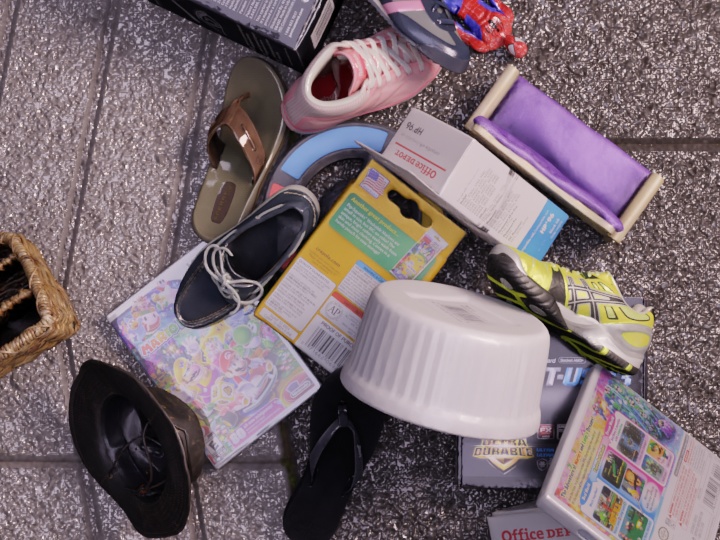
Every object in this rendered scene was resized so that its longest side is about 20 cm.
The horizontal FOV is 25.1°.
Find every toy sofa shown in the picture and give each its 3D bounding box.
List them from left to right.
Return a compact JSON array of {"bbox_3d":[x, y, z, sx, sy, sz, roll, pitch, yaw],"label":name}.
[{"bbox_3d":[0.208,-0.119,1.660,0.199,0.098,0.083,37,89,4],"label":"toy sofa"}]

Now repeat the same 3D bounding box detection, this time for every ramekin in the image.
[{"bbox_3d":[0.086,0.081,1.551,0.198,0.201,0.099,14,102,3],"label":"ramekin"}]

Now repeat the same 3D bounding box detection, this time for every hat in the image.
[{"bbox_3d":[-0.212,0.170,1.660,0.081,0.200,0.202,-25,85,-38],"label":"hat"}]

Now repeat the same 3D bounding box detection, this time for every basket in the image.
[{"bbox_3d":[-0.409,0.048,1.650,0.199,0.149,0.144,-31,87,1],"label":"basket"}]

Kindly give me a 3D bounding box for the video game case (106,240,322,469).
[{"bbox_3d":[-0.154,0.086,1.703,0.143,0.018,0.201,-37,86,1],"label":"video game case"}]

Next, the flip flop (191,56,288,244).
[{"bbox_3d":[-0.132,-0.126,1.683,0.080,0.058,0.202,18,87,23],"label":"flip flop"}]

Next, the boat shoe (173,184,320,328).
[{"bbox_3d":[-0.120,-0.006,1.647,0.199,0.062,0.075,-37,98,17],"label":"boat shoe"}]

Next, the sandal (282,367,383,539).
[{"bbox_3d":[-0.025,0.197,1.649,0.075,0.043,0.202,13,108,-6],"label":"sandal"}]

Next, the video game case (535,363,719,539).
[{"bbox_3d":[0.270,0.209,1.571,0.181,0.201,0.024,37,133,-5],"label":"video game case"}]

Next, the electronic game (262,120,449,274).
[{"bbox_3d":[-0.006,-0.056,1.693,0.197,0.042,0.203,0,88,2],"label":"electronic game"}]

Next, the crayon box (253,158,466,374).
[{"bbox_3d":[0.000,0.000,1.647,0.125,0.052,0.201,37,99,-4],"label":"crayon box"}]

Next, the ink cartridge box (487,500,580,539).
[{"bbox_3d":[0.222,0.328,1.611,0.144,0.083,0.202,-14,86,42],"label":"ink cartridge box"}]

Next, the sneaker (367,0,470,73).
[{"bbox_3d":[0.054,-0.290,1.636,0.200,0.070,0.082,49,114,12],"label":"sneaker"}]

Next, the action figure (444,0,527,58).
[{"bbox_3d":[0.096,-0.290,1.699,0.200,0.052,0.066,40,84,1],"label":"action figure"}]

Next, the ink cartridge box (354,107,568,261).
[{"bbox_3d":[0.100,-0.091,1.604,0.199,0.116,0.068,34,90,-38],"label":"ink cartridge box"}]

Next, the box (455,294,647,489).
[{"bbox_3d":[0.197,0.125,1.674,0.197,0.050,0.201,2,88,2],"label":"box"}]

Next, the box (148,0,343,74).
[{"bbox_3d":[-0.125,-0.298,1.656,0.198,0.148,0.105,26,88,3],"label":"box"}]

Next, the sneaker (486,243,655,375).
[{"bbox_3d":[0.208,0.026,1.611,0.199,0.075,0.077,35,77,-21],"label":"sneaker"}]

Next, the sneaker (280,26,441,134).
[{"bbox_3d":[0.015,-0.206,1.653,0.199,0.105,0.076,-28,86,-15],"label":"sneaker"}]
